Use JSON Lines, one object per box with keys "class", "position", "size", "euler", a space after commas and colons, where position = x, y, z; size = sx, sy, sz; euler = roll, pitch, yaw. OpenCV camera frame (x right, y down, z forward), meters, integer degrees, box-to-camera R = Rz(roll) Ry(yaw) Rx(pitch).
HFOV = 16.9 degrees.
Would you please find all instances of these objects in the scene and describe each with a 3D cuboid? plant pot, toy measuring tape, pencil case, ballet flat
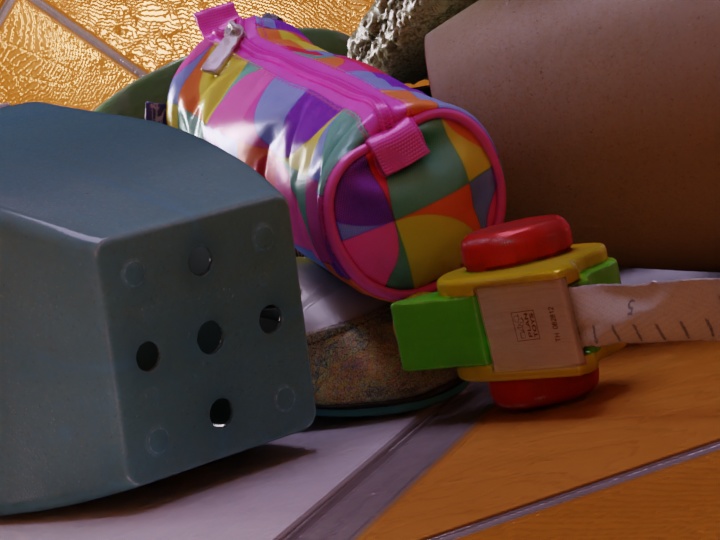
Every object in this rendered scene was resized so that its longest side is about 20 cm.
{"class": "plant pot", "position": [-0.118, 0.017, 0.936], "size": [0.141, 0.142, 0.199], "euler": [-16, 14, -38]}
{"class": "toy measuring tape", "position": [0.089, 0.012, 0.865], "size": [0.073, 0.074, 0.199], "euler": [-17, 7, -42]}
{"class": "pencil case", "position": [-0.017, -0.051, 1.001], "size": [0.088, 0.089, 0.200], "euler": [-14, 22, -23]}
{"class": "plant pot", "position": [0.133, -0.074, 1.022], "size": [0.199, 0.189, 0.187], "euler": [-12, 5, 5]}
{"class": "ballet flat", "position": [-0.035, 0.027, 1.004], "size": [0.070, 0.071, 0.199], "euler": [-16, 6, -38]}

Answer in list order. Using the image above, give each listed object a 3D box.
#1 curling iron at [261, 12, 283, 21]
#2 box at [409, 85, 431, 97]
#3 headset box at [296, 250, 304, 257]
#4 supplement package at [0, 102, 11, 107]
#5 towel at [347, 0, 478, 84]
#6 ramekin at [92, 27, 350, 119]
{"class": "curling iron", "position": [-0.071, -0.046, 1.313], "size": [0.049, 0.201, 0.026], "euler": [17, -18, -19]}
{"class": "box", "position": [-0.006, -0.064, 1.207], "size": [0.199, 0.045, 0.160], "euler": [-7, 4, 39]}
{"class": "headset box", "position": [0.000, 0.000, 1.162], "size": [0.148, 0.076, 0.199], "euler": [-15, 6, -38]}
{"class": "supplement package", "position": [-0.283, 0.006, 1.323], "size": [0.199, 0.157, 0.111], "euler": [-11, 4, 18]}
{"class": "towel", "position": [0.083, -0.141, 1.082], "size": [0.148, 0.037, 0.200], "euler": [-14, -17, -30]}
{"class": "ramekin", "position": [-0.071, -0.049, 1.421], "size": [0.199, 0.098, 0.200], "euler": [-21, -17, -7]}
